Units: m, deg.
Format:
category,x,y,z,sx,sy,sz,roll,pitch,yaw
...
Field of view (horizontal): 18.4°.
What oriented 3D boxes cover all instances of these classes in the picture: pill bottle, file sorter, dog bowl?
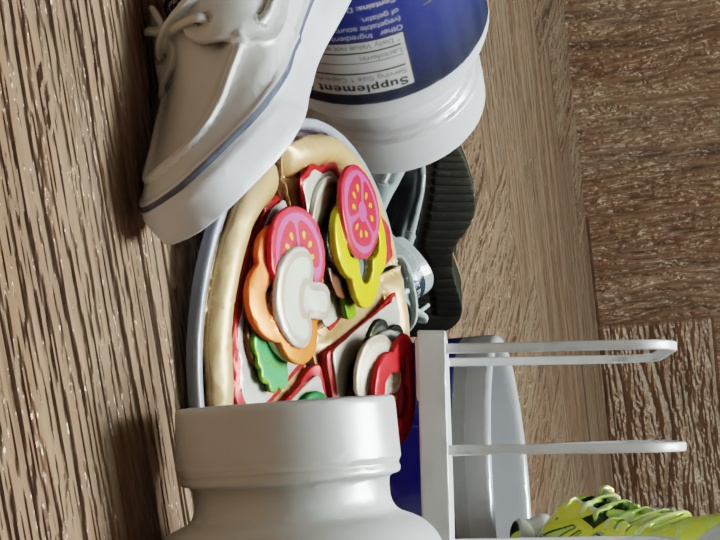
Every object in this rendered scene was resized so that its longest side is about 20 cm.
category,x,y,z,sx,sy,sz,roll,pitch,yaw
pill bottle,-0.001,-0.145,1.056,0.200,0.116,0.116,74,15,-49
file sorter,0.091,0.130,1.063,0.139,0.124,0.200,66,22,-84
pill bottle,-0.020,0.148,0.813,0.111,0.111,0.200,12,74,-80
dog bowl,0.053,0.140,1.326,0.200,0.079,0.200,-5,90,-80

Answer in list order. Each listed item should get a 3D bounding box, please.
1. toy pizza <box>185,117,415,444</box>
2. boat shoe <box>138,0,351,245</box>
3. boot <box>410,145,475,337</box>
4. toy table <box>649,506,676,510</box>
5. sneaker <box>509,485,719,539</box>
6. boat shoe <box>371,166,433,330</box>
category,x,y,z,sx,sy,sz,roll,pitch,yaw
toy pizza,-0.016,0.034,0.971,0.200,0.032,0.201,1,90,-65
boat shoe,-0.056,-0.090,0.886,0.065,0.074,0.200,45,36,-21
boot,0.022,-0.069,1.308,0.200,0.077,0.139,94,-6,-58
toy table,0.426,0.430,3.107,0.117,0.184,0.200,7,87,-63
sneaker,0.136,0.153,1.187,0.200,0.075,0.077,-30,-105,53
boat shoe,0.000,0.000,1.109,0.201,0.071,0.070,-81,164,-49
